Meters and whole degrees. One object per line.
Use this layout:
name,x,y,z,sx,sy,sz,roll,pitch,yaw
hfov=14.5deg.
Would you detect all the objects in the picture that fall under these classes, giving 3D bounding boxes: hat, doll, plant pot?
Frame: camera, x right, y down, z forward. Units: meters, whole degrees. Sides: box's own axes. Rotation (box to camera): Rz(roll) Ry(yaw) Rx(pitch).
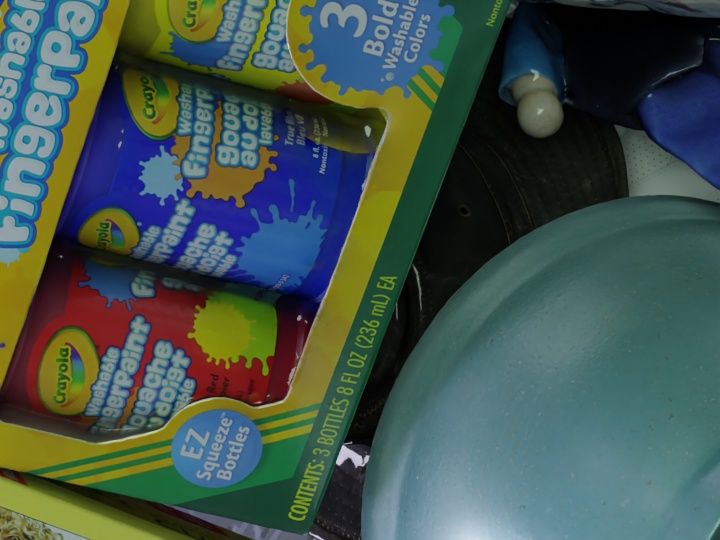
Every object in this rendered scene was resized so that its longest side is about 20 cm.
hat,0.000,0.000,0.989,0.200,0.081,0.201,-7,78,35
doll,0.116,-0.075,0.963,0.136,0.049,0.200,-27,45,-26
plant pot,0.117,0.088,0.907,0.200,0.134,0.201,-7,107,-24

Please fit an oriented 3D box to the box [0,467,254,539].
box,-0.070,0.107,0.952,0.200,0.075,0.050,23,93,-26

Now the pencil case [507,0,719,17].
pencil case,0.103,-0.115,0.910,0.200,0.078,0.090,7,69,31

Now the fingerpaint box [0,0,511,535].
fingerpaint box,-0.065,-0.033,0.880,0.167,0.073,0.200,15,110,-17

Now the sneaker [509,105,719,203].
sneaker,0.092,-0.008,1.022,0.115,0.074,0.200,24,82,22
